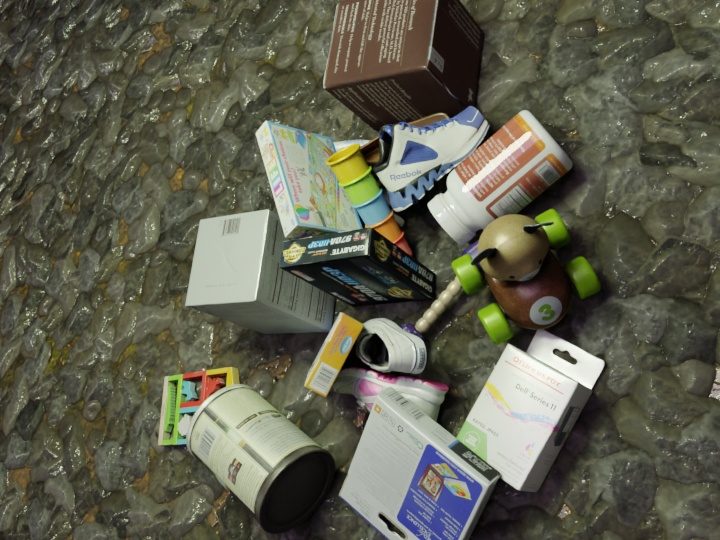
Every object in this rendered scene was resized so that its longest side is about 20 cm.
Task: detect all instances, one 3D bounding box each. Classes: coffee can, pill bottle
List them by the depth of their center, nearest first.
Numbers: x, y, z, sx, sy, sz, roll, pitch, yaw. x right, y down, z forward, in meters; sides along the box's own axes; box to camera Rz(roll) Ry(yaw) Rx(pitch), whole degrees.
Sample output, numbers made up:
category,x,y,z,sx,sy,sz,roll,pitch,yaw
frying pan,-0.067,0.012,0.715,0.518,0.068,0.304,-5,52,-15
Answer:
category,x,y,z,sx,sy,sz,roll,pitch,yaw
pill bottle,0.201,-0.132,1.123,0.200,0.112,0.112,-40,56,16
coffee can,-0.159,0.290,1.194,0.200,0.146,0.147,31,92,38

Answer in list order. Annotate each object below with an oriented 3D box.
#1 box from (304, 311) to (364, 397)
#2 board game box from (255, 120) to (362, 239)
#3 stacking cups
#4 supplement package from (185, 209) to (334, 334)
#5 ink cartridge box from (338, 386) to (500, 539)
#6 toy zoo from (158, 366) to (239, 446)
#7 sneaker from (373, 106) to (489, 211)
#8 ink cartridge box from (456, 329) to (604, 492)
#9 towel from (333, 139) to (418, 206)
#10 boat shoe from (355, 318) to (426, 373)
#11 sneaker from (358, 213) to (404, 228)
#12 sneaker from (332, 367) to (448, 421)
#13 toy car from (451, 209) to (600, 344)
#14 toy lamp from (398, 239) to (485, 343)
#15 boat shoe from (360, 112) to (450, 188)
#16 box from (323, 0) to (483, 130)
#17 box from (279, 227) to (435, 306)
category,x,y,z,sx,sy,sz,roll,pitch,yaw
box,-0.041,0.125,1.175,0.041,0.200,0.119,28,87,1
board game box,-0.079,-0.135,1.188,0.034,0.134,0.200,-41,55,37
stacking cups,0.021,-0.100,1.187,0.060,0.200,0.061,-27,23,12
supplement package,-0.156,0.010,1.259,0.152,0.200,0.151,-5,70,33
ink cartridge box,0.076,0.298,1.058,0.198,0.047,0.200,35,125,27
toy zoo,-0.283,0.247,1.374,0.200,0.020,0.131,-12,67,30
sneaker,0.094,-0.196,1.159,0.199,0.115,0.081,-44,18,-6
ink cartridge box,0.227,0.180,1.021,0.117,0.067,0.200,29,91,38
towel,0.004,-0.165,1.270,0.200,0.024,0.147,-1,57,15
boat shoe,0.026,0.110,1.135,0.200,0.065,0.074,-179,91,-66
sneaker,-0.030,-0.066,1.282,0.200,0.071,0.099,17,78,33
sneaker,0.034,0.197,1.138,0.200,0.081,0.088,5,82,42
toy car,0.209,-0.010,0.990,0.164,0.200,0.158,-29,70,7
toy lamp,0.138,0.032,1.144,0.200,0.058,0.058,-49,53,12
boat shoe,0.064,-0.198,1.222,0.200,0.068,0.072,-30,57,-6
box,0.073,-0.349,1.255,0.200,0.166,0.165,-1,72,34
box,0.000,0.000,1.157,0.159,0.200,0.046,-7,67,32
